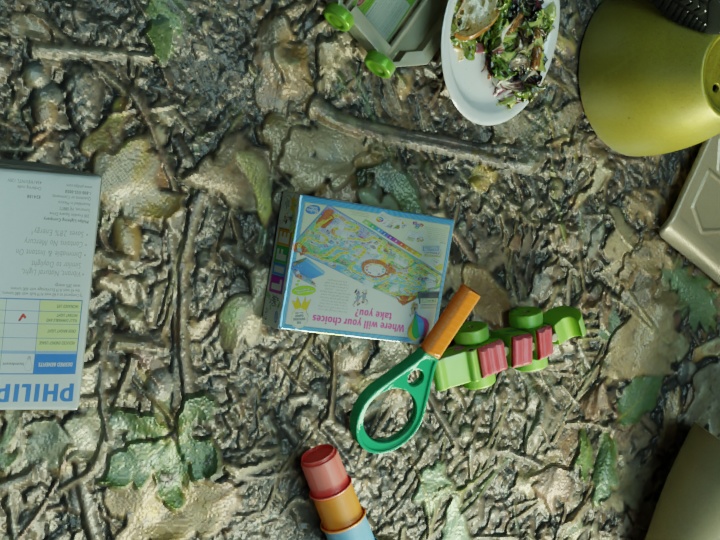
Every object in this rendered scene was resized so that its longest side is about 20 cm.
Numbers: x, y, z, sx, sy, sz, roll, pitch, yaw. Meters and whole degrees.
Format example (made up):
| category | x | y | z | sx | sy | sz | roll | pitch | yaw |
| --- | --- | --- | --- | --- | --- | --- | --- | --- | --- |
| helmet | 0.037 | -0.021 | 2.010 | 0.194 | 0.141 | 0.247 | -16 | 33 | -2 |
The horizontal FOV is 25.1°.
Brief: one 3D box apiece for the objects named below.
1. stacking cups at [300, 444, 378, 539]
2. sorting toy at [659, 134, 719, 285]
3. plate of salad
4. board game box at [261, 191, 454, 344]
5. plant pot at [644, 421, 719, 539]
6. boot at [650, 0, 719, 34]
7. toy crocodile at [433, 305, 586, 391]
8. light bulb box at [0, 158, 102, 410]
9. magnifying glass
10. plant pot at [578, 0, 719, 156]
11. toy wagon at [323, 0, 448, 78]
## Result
| category | x | y | z | sx | sy | sz | roll | pitch | yaw |
| --- | --- | --- | --- | --- | --- | --- | --- | --- | --- |
| stacking cups | -0.014 | 0.274 | 1.676 | 0.060 | 0.060 | 0.201 | -30 | 109 | -28 |
| sorting toy | 0.456 | -0.091 | 1.964 | 0.185 | 0.036 | 0.201 | 33 | 82 | -35 |
| plate of salad | 0.156 | -0.249 | 1.690 | 0.199 | 0.048 | 0.202 | -20 | 118 | -44 |
| board game box | 0.000 | 0.000 | 1.647 | 0.199 | 0.034 | 0.136 | 8 | 93 | -36 |
| plant pot | 0.420 | 0.316 | 1.929 | 0.187 | 0.187 | 0.201 | 34 | 92 | -34 |
| boot | 0.356 | -0.354 | 1.759 | 0.138 | 0.200 | 0.078 | -35 | 158 | -29 |
| toy crocodile | 0.159 | 0.085 | 1.758 | 0.199 | 0.062 | 0.068 | -15 | 106 | -32 |
| light bulb box | -0.337 | 0.007 | 1.350 | 0.197 | 0.124 | 0.202 | 3 | 97 | -37 |
| magnifying glass | 0.059 | 0.103 | 1.683 | 0.079 | 0.022 | 0.201 | 30 | 98 | -35 |
| plant pot | 0.363 | -0.222 | 1.805 | 0.199 | 0.142 | 0.202 | -7 | 102 | -34 |
| toy wagon | 0.022 | -0.298 | 1.611 | 0.200 | 0.039 | 0.156 | 45 | 71 | -31 |
